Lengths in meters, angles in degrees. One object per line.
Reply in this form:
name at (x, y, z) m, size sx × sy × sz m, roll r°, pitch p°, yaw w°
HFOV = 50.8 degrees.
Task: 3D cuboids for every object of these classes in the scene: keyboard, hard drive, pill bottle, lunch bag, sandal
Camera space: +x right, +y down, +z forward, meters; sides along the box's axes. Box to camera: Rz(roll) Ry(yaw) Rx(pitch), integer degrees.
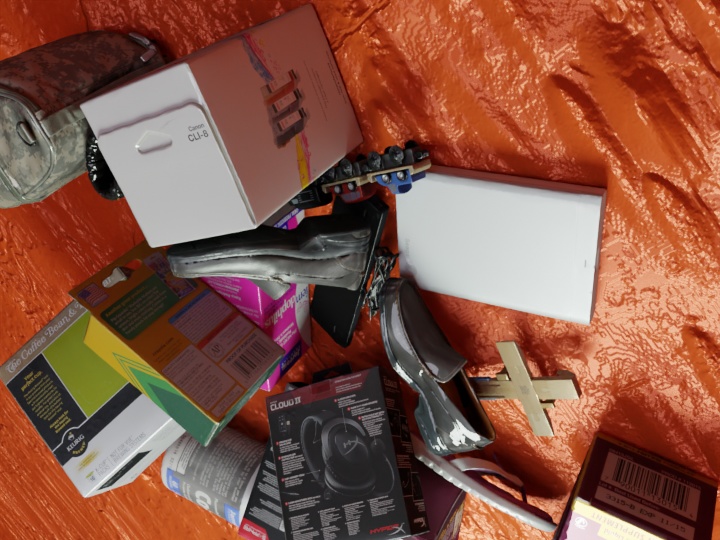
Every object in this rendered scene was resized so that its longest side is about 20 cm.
keyboard at (0.000, 0.000, 0.835) m, size 0.104 × 0.039 × 0.202 m, roll 46°, pitch 137°, yaw 32°
hard drive at (0.129, -0.028, 0.731) m, size 0.197 × 0.026 × 0.134 m, roll 12°, pitch 123°, yaw 26°
pill bottle at (-0.168, 0.291, 1.059) m, size 0.197 × 0.114 × 0.115 m, roll 19°, pitch 127°, yaw 22°
lunch bag at (-0.312, -0.172, 0.813) m, size 0.166 × 0.200 × 0.141 m, roll -4°, pitch 119°, yaw 38°
sandal at (0.136, 0.229, 0.866) m, size 0.201 × 0.082 × 0.050 m, roll 28°, pitch 86°, yaw 18°

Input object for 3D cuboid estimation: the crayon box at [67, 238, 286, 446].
crayon box at (-0.193, 0.069, 0.795) m, size 0.199 × 0.126 × 0.052 m, roll 39°, pitch 132°, yaw 5°

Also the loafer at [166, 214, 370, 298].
loafer at (-0.085, -0.005, 0.735) m, size 0.196 × 0.073 × 0.074 m, roll -5°, pitch 112°, yaw -12°

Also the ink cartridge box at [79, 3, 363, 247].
ink cartridge box at (-0.120, -0.135, 0.707) m, size 0.144 × 0.200 × 0.146 m, roll -8°, pitch 114°, yaw 35°

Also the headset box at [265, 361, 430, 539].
headset box at (-0.019, 0.207, 0.859) m, size 0.147 × 0.077 × 0.203 m, roll -18°, pitch 70°, yaw 17°

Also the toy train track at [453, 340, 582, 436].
toy train track at (0.146, 0.118, 0.809) m, size 0.198 × 0.032 × 0.116 m, roll -9°, pitch 113°, yaw 44°

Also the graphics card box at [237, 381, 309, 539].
graphics card box at (-0.063, 0.254, 0.944) m, size 0.124 × 0.051 × 0.203 m, roll 18°, pitch 91°, yaw 22°

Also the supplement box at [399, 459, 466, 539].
supplement box at (0.066, 0.349, 0.947) m, size 0.085 × 0.110 × 0.203 m, roll 19°, pitch 126°, yaw 23°

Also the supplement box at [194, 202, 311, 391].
supplement box at (-0.126, 0.020, 0.872) m, size 0.102 × 0.101 × 0.203 m, roll 16°, pitch 126°, yaw 23°

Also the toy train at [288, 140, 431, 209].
toy train at (-0.008, -0.089, 0.753) m, size 0.198 × 0.034 × 0.047 m, roll -7°, pitch 102°, yaw 46°

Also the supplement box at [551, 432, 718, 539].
supplement box at (0.268, 0.291, 0.788) m, size 0.129 × 0.103 × 0.203 m, roll 20°, pitch 127°, yaw 19°

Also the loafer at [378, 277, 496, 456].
loafer at (0.081, 0.096, 0.784) m, size 0.072 × 0.073 × 0.202 m, roll -13°, pitch 108°, yaw 40°

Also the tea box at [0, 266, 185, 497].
tea box at (-0.299, 0.134, 0.953) m, size 0.199 × 0.134 × 0.197 m, roll -40°, pitch 80°, yaw 1°

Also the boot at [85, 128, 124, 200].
boot at (-0.215, -0.099, 0.818) m, size 0.078 × 0.158 × 0.214 m, roll 21°, pitch 127°, yaw 19°
